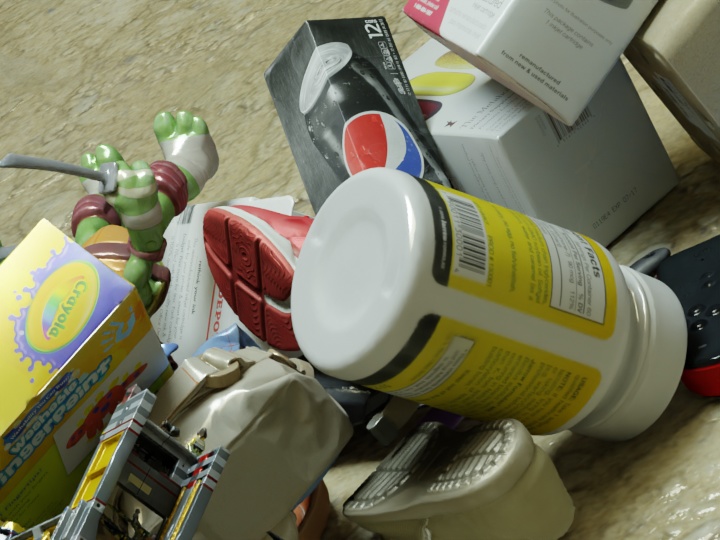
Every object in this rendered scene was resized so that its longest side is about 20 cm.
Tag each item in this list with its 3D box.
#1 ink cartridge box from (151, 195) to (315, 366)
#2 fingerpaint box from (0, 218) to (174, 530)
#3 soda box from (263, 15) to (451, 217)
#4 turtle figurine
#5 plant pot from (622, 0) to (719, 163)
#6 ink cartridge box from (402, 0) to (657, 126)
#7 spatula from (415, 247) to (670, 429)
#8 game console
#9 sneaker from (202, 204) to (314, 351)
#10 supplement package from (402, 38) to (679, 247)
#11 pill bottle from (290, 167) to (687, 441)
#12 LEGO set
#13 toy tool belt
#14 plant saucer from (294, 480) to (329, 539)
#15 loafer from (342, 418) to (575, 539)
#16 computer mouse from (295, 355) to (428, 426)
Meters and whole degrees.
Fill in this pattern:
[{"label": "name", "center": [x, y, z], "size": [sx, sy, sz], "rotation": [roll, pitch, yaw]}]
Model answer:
[{"label": "ink cartridge box", "center": [-0.090, 0.019, 1.855], "size": [0.200, 0.068, 0.117], "rotation": [-5, 73, 49]}, {"label": "fingerpaint box", "center": [-0.198, 0.094, 1.565], "size": [0.073, 0.167, 0.200], "rotation": [36, 75, 20]}, {"label": "soda box", "center": [0.008, -0.059, 1.805], "size": [0.063, 0.201, 0.071], "rotation": [-7, -24, -34]}, {"label": "turtle figurine", "center": [-0.173, -0.038, 1.739], "size": [0.144, 0.199, 0.194], "rotation": [-61, 2, 35]}, {"label": "plant pot", "center": [0.260, -0.161, 1.763], "size": [0.177, 0.200, 0.200], "rotation": [-42, 23, 1]}, {"label": "ink cartridge box", "center": [0.131, -0.204, 1.745], "size": [0.200, 0.085, 0.148], "rotation": [-57, 23, 3]}, {"label": "spatula", "center": [0.108, 0.045, 1.708], "size": [0.200, 0.021, 0.056], "rotation": [-34, 12, -15]}, {"label": "game console", "center": [0.264, -0.007, 1.623], "size": [0.199, 0.031, 0.177], "rotation": [-24, 23, 11]}, {"label": "sneaker", "center": [0.000, 0.000, 1.719], "size": [0.115, 0.079, 0.200], "rotation": [-24, 38, -31]}, {"label": "supplement package", "center": [0.088, -0.076, 1.870], "size": [0.114, 0.110, 0.200], "rotation": [-40, 25, -25]}, {"label": "pill bottle", "center": [0.072, 0.025, 1.544], "size": [0.114, 0.199, 0.115], "rotation": [-30, 51, 46]}, {"label": "LEGO set", "center": [-0.102, 0.150, 1.491], "size": [0.154, 0.200, 0.116], "rotation": [-40, 21, 52]}, {"label": "toy tool belt", "center": [-0.068, 0.086, 1.609], "size": [0.200, 0.125, 0.123], "rotation": [-50, 26, -13]}, {"label": "plant saucer", "center": [-0.106, 0.175, 1.675], "size": [0.200, 0.032, 0.200], "rotation": [-24, 23, 11]}, {"label": "loafer", "center": [0.052, 0.127, 1.548], "size": [0.076, 0.068, 0.200], "rotation": [-46, 11, -17]}, {"label": "computer mouse", "center": [0.012, 0.053, 1.741], "size": [0.200, 0.046, 0.140], "rotation": [-20, 11, 47]}]
